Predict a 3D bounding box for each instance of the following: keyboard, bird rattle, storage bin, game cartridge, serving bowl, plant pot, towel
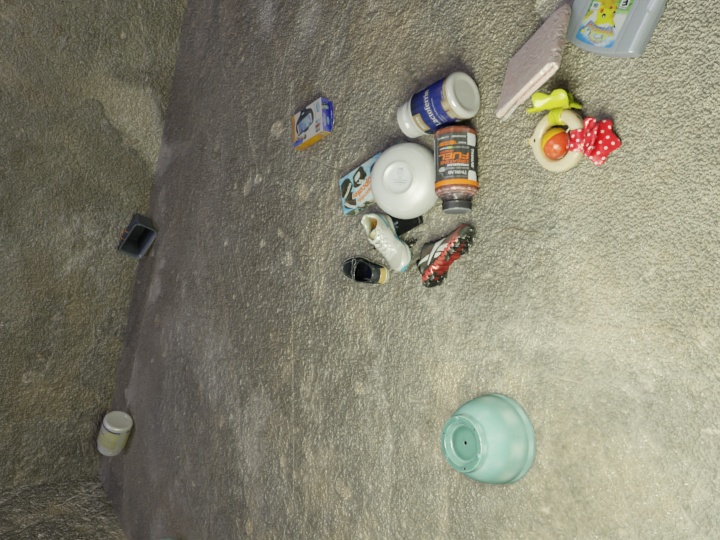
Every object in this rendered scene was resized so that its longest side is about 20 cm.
[{"bbox_3d":[0.102,-0.103,1.722,0.200,0.021,0.127,-28,63,47],"label":"keyboard"},{"bbox_3d":[0.432,-0.280,1.300,0.200,0.113,0.163,55,140,23],"label":"bird rattle"},{"bbox_3d":[-1.145,-0.186,3.178,0.200,0.145,0.134,-50,39,21],"label":"storage bin"},{"bbox_3d":[0.500,-0.505,1.259,0.200,0.040,0.134,41,121,45],"label":"game cartridge"},{"bbox_3d":[0.110,-0.237,1.624,0.200,0.066,0.200,0,91,24],"label":"serving bowl"},{"bbox_3d":[0.263,0.375,1.376,0.200,0.134,0.201,-9,78,50],"label":"plant pot"},{"bbox_3d":[0.368,-0.439,1.325,0.191,0.032,0.200,-43,24,56],"label":"towel"}]

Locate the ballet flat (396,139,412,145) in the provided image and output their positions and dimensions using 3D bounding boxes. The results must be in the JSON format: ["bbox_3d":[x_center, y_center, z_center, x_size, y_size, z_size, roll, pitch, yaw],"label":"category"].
[{"bbox_3d":[0.110,-0.252,1.695,0.072,0.072,0.201,31,111,48],"label":"ballet flat"}]

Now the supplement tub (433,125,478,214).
[{"bbox_3d":[0.231,-0.240,1.507,0.107,0.107,0.200,-9,80,50],"label":"supplement tub"}]

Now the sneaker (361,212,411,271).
[{"bbox_3d":[0.066,-0.074,1.682,0.077,0.081,0.200,-53,49,30],"label":"sneaker"}]

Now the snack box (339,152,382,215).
[{"bbox_3d":[0.016,-0.250,1.829,0.200,0.037,0.116,-26,66,47],"label":"snack box"}]

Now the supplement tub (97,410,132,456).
[{"bbox_3d":[-1.270,0.842,3.219,0.145,0.145,0.200,50,123,42],"label":"supplement tub"}]

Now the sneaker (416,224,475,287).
[{"bbox_3d":[0.203,-0.052,1.547,0.201,0.071,0.098,-54,50,34],"label":"sneaker"}]

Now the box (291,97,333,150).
[{"bbox_3d":[-0.159,-0.488,2.071,0.200,0.041,0.119,-18,72,51],"label":"box"}]

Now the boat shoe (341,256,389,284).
[{"bbox_3d":[0.000,0.000,1.803,0.200,0.062,0.075,15,99,52],"label":"boat shoe"}]

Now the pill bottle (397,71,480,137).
[{"bbox_3d":[0.191,-0.409,1.568,0.200,0.116,0.116,-14,75,50],"label":"pill bottle"}]

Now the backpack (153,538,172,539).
[{"bbox_3d":[-0.802,1.212,2.589,0.200,0.153,0.176,16,97,41],"label":"backpack"}]
